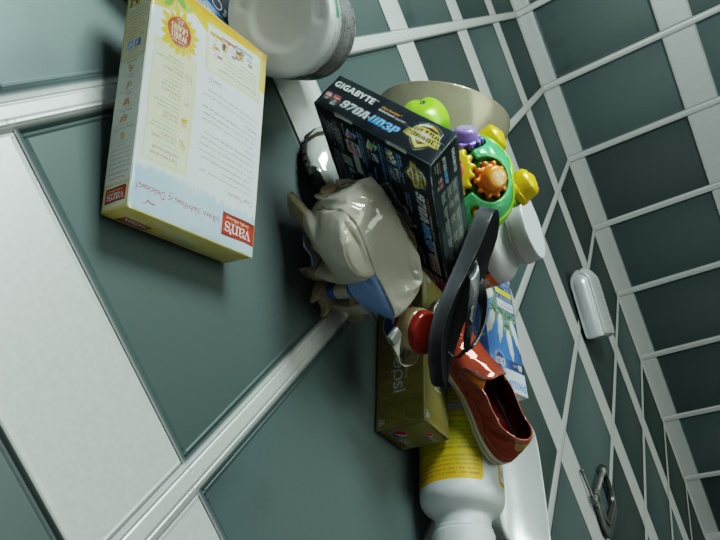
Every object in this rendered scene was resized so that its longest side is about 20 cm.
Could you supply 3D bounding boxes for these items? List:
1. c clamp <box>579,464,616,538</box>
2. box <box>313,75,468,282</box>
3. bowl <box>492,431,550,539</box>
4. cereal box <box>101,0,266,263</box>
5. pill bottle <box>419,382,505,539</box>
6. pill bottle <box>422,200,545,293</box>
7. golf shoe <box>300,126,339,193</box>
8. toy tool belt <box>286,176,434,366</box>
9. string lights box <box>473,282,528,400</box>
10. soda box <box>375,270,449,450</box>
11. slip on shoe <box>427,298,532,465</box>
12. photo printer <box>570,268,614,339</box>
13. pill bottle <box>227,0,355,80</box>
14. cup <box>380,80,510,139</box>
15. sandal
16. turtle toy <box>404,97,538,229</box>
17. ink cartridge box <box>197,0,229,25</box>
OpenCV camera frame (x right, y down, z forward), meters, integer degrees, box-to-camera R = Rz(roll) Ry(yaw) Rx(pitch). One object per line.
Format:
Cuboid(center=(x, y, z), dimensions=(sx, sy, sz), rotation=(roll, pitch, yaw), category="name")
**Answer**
Cuboid(center=(0.549, 0.503, 1.573), dimensions=(0.199, 0.027, 0.176), rotation=(-7, 80, -63), category="c clamp")
Cuboid(center=(0.039, -0.092, 0.746), dimensions=(0.046, 0.157, 0.202), rotation=(-45, 147, -18), category="box")
Cuboid(center=(0.193, 0.294, 0.971), dimensions=(0.199, 0.073, 0.205), rotation=(40, 40, -47), category="bowl")
Cuboid(center=(-0.143, -0.123, 0.595), dimensions=(0.143, 0.039, 0.206), rotation=(26, 62, -54), category="cereal box")
Cuboid(center=(0.120, 0.233, 0.838), dimensions=(0.104, 0.102, 0.204), rotation=(44, 37, -41), category="pill bottle")
Cuboid(center=(0.140, -0.026, 0.932), dimensions=(0.113, 0.196, 0.116), rotation=(39, 40, -44), category="pill bottle")
Cuboid(center=(-0.008, -0.159, 0.854), dimensions=(0.079, 0.092, 0.201), rotation=(60, 30, -22), category="golf shoe")
Cuboid(center=(0.000, 0.000, 0.741), dimensions=(0.125, 0.121, 0.203), rotation=(-48, 124, -31), category="toy tool belt")
Cuboid(center=(0.184, 0.086, 1.024), dimensions=(0.102, 0.058, 0.206), rotation=(24, 53, -46), category="string lights box")
Cuboid(center=(0.063, 0.106, 0.848), dimensions=(0.064, 0.066, 0.205), rotation=(42, 39, -43), category="soda box")
Cuboid(center=(0.139, 0.121, 0.808), dimensions=(0.073, 0.061, 0.204), rotation=(-10, 69, -42), category="slip on shoe")
Cuboid(center=(0.667, 0.095, 2.011), dimensions=(0.165, 0.068, 0.206), rotation=(8, 66, -61), category="photo printer")
Cuboid(center=(-0.064, -0.268, 0.762), dimensions=(0.200, 0.111, 0.116), rotation=(-58, 125, -73), category="pill bottle")
Cuboid(center=(0.106, -0.154, 0.994), dimensions=(0.199, 0.196, 0.148), rotation=(27, 71, -53), category="cup")
Cuboid(center=(0.117, 0.026, 0.738), dimensions=(0.205, 0.042, 0.076), rotation=(-69, 156, -14), category="sandal")
Cuboid(center=(0.112, -0.122, 0.845), dimensions=(0.100, 0.145, 0.203), rotation=(22, 35, -56), category="turtle toy")
Cuboid(center=(-0.192, -0.285, 0.639), dimensions=(0.200, 0.038, 0.102), rotation=(44, 38, -42), category="ink cartridge box")
